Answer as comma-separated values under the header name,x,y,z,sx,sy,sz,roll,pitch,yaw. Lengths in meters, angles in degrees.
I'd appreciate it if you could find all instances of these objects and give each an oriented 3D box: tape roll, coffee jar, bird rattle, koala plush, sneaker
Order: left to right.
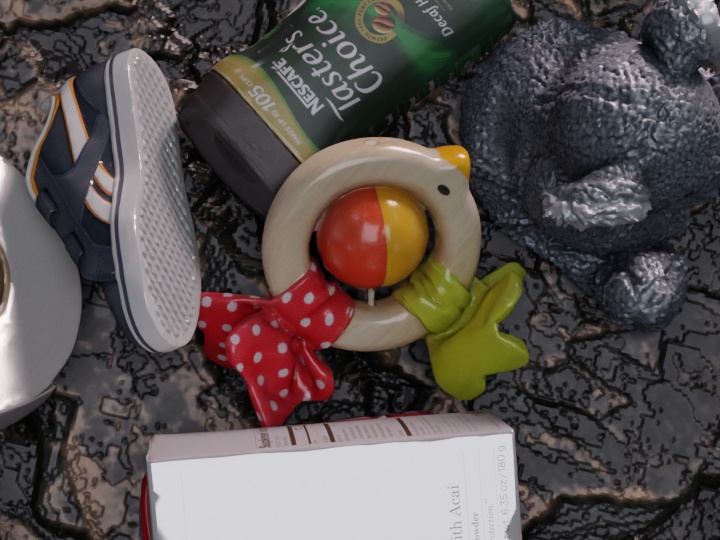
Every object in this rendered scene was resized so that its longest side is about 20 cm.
name,x,y,z,sx,sy,sz,roll,pitch,yaw
tape roll,-0.256,0.005,1.468,0.202,0.037,0.203,18,52,-25
sneaker,-0.145,-0.031,1.493,0.079,0.078,0.201,-21,54,19
coffee jar,-0.010,-0.122,1.525,0.200,0.085,0.104,-43,91,-4
bird rattle,0.000,0.000,1.497,0.199,0.113,0.164,-1,110,-1
koala plush,0.150,-0.076,1.476,0.183,0.200,0.178,30,86,-2

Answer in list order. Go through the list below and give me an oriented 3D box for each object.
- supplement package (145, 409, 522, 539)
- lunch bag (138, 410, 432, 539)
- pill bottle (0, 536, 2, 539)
name,x,y,z,sx,sy,sz,roll,pitch,yaw
supplement package,-0.015,0.148,1.414,0.199,0.120,0.122,-5,93,-3
lunch bag,-0.028,0.178,1.515,0.199,0.082,0.177,-8,92,-3
pill bottle,-0.294,0.123,1.476,0.119,0.120,0.200,-30,89,-5
